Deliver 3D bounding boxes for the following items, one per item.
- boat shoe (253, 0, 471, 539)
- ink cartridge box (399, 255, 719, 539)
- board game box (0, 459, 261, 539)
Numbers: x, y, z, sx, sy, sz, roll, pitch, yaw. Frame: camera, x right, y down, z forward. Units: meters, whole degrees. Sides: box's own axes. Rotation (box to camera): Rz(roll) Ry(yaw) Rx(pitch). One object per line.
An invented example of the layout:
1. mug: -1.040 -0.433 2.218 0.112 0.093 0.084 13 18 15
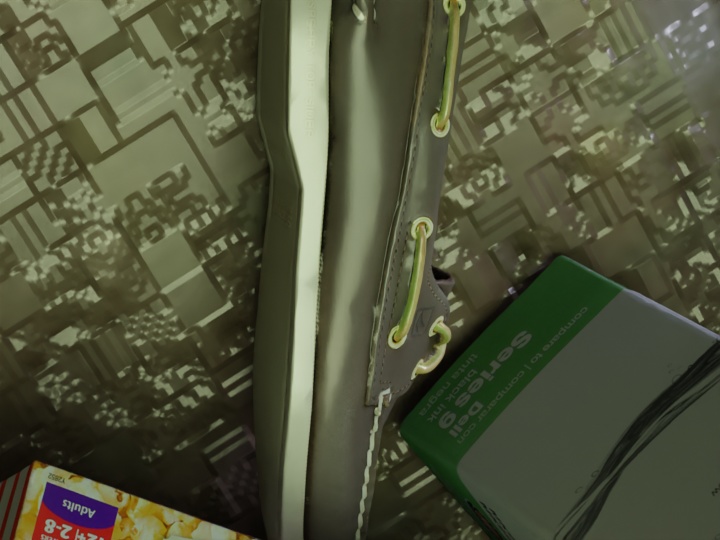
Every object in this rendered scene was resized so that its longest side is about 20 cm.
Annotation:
1. boat shoe: 0.000 0.000 0.827 0.059 0.072 0.201 -1 103 -12
2. ink cartridge box: 0.116 0.093 0.814 0.084 0.200 0.146 -44 115 -7
3. board game box: -0.038 0.121 0.815 0.199 0.151 0.047 21 67 -21
